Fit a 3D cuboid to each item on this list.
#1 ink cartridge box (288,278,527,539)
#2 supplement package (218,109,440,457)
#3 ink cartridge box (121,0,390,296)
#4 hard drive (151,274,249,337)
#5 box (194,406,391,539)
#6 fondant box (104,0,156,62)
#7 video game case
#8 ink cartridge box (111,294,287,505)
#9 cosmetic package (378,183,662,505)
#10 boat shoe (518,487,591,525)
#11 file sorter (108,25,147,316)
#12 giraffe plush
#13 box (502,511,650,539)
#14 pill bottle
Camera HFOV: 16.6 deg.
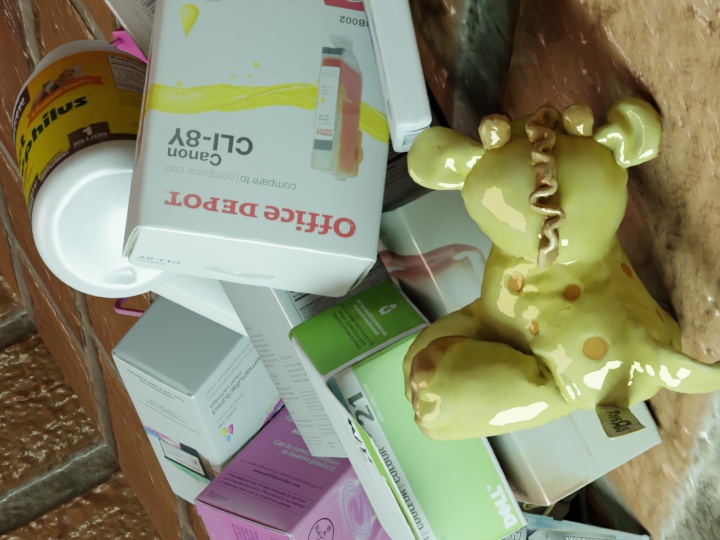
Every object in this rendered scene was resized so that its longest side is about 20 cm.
[{"bbox_3d":[0.039,0.108,1.431,0.148,0.076,0.200,64,173,-20],"label":"ink cartridge box"},{"bbox_3d":[0.000,0.000,1.614,0.200,0.150,0.152,62,166,-3],"label":"supplement package"},{"bbox_3d":[-0.055,-0.098,1.462,0.083,0.145,0.200,128,149,-73],"label":"ink cartridge box"},{"bbox_3d":[-0.086,-0.025,1.713,0.200,0.132,0.026,26,148,-9],"label":"hard drive"},{"bbox_3d":[-0.005,0.182,1.839,0.097,0.200,0.176,15,136,37],"label":"box"},{"bbox_3d":[-0.124,-0.186,1.717,0.144,0.058,0.200,54,-172,3],"label":"fondant box"},{"bbox_3d":[0.008,-0.169,1.343,0.182,0.022,0.200,76,-177,-89],"label":"video game case"},{"bbox_3d":[-0.090,0.081,1.840,0.084,0.145,0.200,27,154,27],"label":"ink cartridge box"},{"bbox_3d":[0.089,0.033,1.492,0.200,0.087,0.103,63,168,-4],"label":"cosmetic package"},{"bbox_3d":[0.117,0.149,1.652,0.060,0.072,0.200,45,162,35],"label":"boat shoe"},{"bbox_3d":[-0.153,-0.075,1.905,0.139,0.125,0.200,5,122,51],"label":"file sorter"},{"bbox_3d":[0.096,-0.008,1.290,0.200,0.172,0.163,-167,64,-71],"label":"giraffe plush"},{"bbox_3d":[0.124,0.230,1.672,0.200,0.137,0.040,83,-160,-55],"label":"box"},{"bbox_3d":[-0.168,-0.074,1.601,0.200,0.109,0.109,-113,4,-58],"label":"pill bottle"}]
